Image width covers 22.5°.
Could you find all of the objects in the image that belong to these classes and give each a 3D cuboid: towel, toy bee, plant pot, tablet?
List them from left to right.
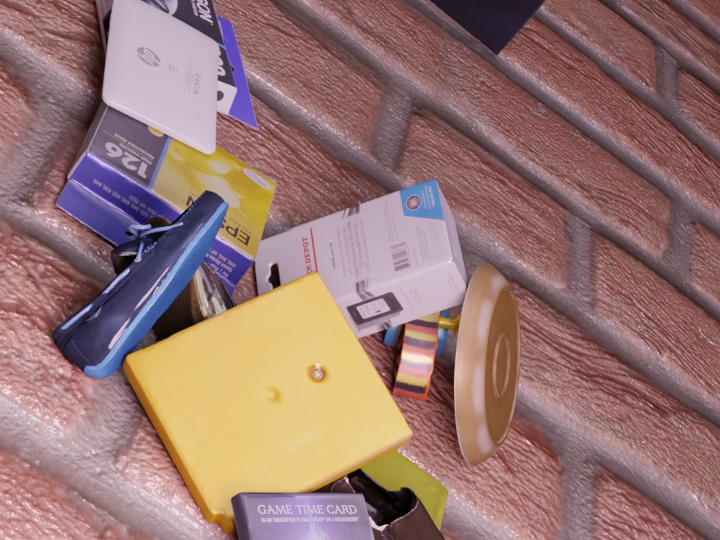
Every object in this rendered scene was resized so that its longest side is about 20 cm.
[{"bbox_3d":[-0.203,-0.207,1.870,0.130,0.014,0.201,26,34,-23],"label":"tablet"},{"bbox_3d":[0.000,0.171,1.701,0.200,0.018,0.086,37,31,-9],"label":"towel"},{"bbox_3d":[0.055,0.031,1.849,0.130,0.109,0.200,-3,39,-20],"label":"toy bee"},{"bbox_3d":[0.130,0.094,1.802,0.027,0.201,0.200,3,24,18],"label":"plant pot"}]

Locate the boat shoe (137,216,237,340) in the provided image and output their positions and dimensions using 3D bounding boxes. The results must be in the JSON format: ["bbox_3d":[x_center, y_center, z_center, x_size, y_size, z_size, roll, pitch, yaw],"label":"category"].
[{"bbox_3d":[-0.144,0.043,1.652,0.066,0.072,0.202,4,52,-54],"label":"boat shoe"}]

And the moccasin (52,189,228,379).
[{"bbox_3d":[-0.190,-0.001,1.570,0.068,0.081,0.200,33,62,9],"label":"moccasin"}]

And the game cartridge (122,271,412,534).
[{"bbox_3d":[-0.080,0.113,1.571,0.199,0.032,0.177,-24,73,-24],"label":"game cartridge"}]

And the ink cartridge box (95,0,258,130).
[{"bbox_3d":[-0.198,-0.263,2.002,0.199,0.043,0.199,21,36,-34],"label":"ink cartridge box"}]

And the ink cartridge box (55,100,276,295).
[{"bbox_3d":[-0.185,-0.075,1.777,0.197,0.047,0.200,34,29,-15],"label":"ink cartridge box"}]

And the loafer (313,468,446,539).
[{"bbox_3d":[0.035,0.235,1.606,0.199,0.071,0.073,34,31,-14],"label":"loafer"}]

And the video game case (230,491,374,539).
[{"bbox_3d":[-0.028,0.279,1.484,0.142,0.019,0.201,8,58,-44],"label":"video game case"}]

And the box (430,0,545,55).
[{"bbox_3d":[0.170,-0.439,2.572,0.198,0.123,0.200,37,32,-6],"label":"box"}]

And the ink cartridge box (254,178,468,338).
[{"bbox_3d":[0.000,0.000,1.798,0.067,0.199,0.116,60,15,-47],"label":"ink cartridge box"}]
